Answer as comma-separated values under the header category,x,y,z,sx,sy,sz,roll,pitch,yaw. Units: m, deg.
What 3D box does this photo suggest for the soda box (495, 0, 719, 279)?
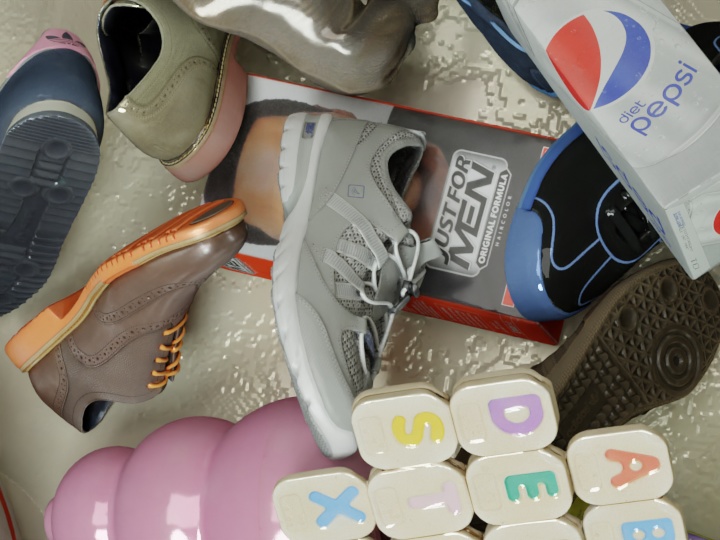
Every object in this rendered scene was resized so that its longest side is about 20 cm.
category,x,y,z,sx,sy,sz,roll,pitch,yaw
soda box,0.135,-0.094,1.411,0.063,0.068,0.200,-32,53,-1

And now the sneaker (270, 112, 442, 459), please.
category,x,y,z,sx,sy,sz,roll,pitch,yaw
sneaker,0.000,0.000,1.433,0.082,0.075,0.201,-5,58,7

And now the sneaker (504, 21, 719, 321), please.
category,x,y,z,sx,sy,sz,roll,pitch,yaw
sneaker,0.150,-0.054,1.456,0.078,0.070,0.200,4,52,49

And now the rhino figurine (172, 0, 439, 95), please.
category,x,y,z,sx,sy,sz,roll,pitch,yaw
rhino figurine,-0.056,-0.160,1.506,0.199,0.060,0.088,27,64,-4

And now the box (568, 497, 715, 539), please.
category,x,y,z,sx,sy,sz,roll,pitch,yaw
box,0.137,0.184,1.455,0.199,0.048,0.118,18,82,20

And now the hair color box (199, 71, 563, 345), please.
category,x,y,z,sx,sy,sz,roll,pitch,yaw
hair color box,0.019,-0.034,1.527,0.199,0.061,0.102,12,80,18

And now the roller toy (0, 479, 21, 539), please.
category,x,y,z,sx,sy,sz,roll,pitch,yaw
roller toy,-0.260,0.133,1.498,0.139,0.182,0.201,-25,72,7

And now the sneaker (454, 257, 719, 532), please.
category,x,y,z,sx,sy,sz,roll,pitch,yaw
sneaker,0.107,0.059,1.457,0.200,0.075,0.071,-41,111,-34

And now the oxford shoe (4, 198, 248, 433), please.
category,x,y,z,sx,sy,sz,roll,pitch,yaw
oxford shoe,-0.110,0.024,1.512,0.073,0.071,0.200,56,138,2

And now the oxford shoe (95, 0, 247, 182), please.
category,x,y,z,sx,sy,sz,roll,pitch,yaw
oxford shoe,-0.103,-0.144,1.546,0.071,0.074,0.201,-37,39,31

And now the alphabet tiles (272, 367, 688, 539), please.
category,x,y,z,sx,sy,sz,roll,pitch,yaw
alphabet tiles,0.062,0.140,1.384,0.195,0.015,0.201,-8,117,12

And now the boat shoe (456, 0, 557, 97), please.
category,x,y,z,sx,sy,sz,roll,pitch,yaw
boat shoe,0.067,-0.189,1.546,0.084,0.069,0.200,-41,71,2

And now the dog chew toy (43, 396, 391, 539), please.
category,x,y,z,sx,sy,sz,roll,pitch,yaw
dog chew toy,-0.073,0.129,1.487,0.199,0.124,0.125,-3,77,22

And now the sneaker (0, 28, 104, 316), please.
category,x,y,z,sx,sy,sz,roll,pitch,yaw
sneaker,-0.187,-0.049,1.549,0.070,0.200,0.082,18,49,-22
